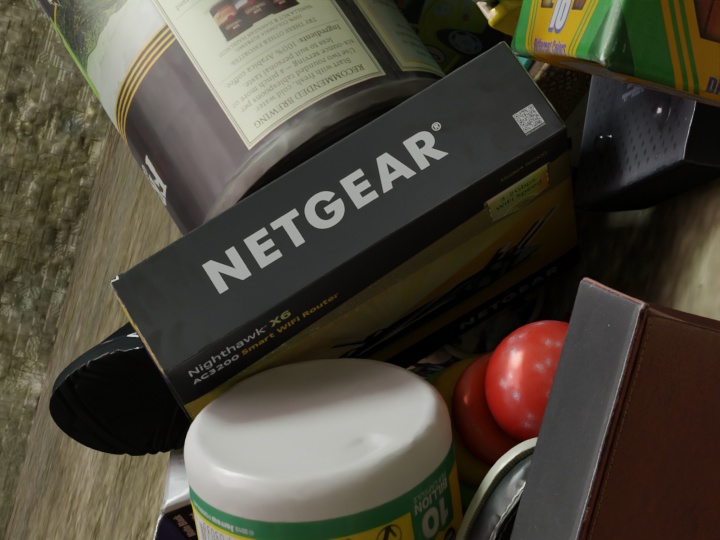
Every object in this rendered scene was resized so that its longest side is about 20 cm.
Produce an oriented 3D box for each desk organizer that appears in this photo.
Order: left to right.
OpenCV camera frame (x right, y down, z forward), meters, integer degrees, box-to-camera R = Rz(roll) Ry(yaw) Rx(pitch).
[{"bbox_3d":[0.099,0.112,0.858,0.072,0.077,0.201,-150,75,-76],"label":"desk organizer"}]

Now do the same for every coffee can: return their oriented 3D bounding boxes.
[{"bbox_3d":[-0.056,-0.107,1.116,0.200,0.146,0.146,57,143,23],"label":"coffee can"}]

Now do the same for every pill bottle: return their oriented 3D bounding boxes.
[{"bbox_3d":[-0.006,0.149,1.006,0.113,0.112,0.201,-107,8,-65],"label":"pill bottle"}]

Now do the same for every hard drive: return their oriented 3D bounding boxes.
[{"bbox_3d":[0.143,-0.127,1.002,0.135,0.042,0.201,152,130,-72],"label":"hard drive"}]

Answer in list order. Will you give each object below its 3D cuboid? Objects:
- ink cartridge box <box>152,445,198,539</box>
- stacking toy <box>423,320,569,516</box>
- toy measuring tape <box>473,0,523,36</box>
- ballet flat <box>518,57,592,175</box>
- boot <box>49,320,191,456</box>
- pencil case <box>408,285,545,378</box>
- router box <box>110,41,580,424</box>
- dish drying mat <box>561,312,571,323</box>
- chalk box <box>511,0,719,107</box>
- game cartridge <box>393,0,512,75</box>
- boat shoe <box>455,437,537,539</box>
[{"bbox_3d":[-0.056,0.128,1.331,0.200,0.040,0.200,59,-147,-54],"label":"ink cartridge box"},{"bbox_3d":[0.047,0.074,1.041,0.200,0.085,0.086,139,144,-60],"label":"stacking toy"},{"bbox_3d":[0.070,-0.129,0.926,0.200,0.073,0.074,9,-83,-63],"label":"toy measuring tape"},{"bbox_3d":[0.083,-0.071,1.145,0.071,0.065,0.200,-60,6,-25],"label":"ballet flat"},{"bbox_3d":[-0.071,-0.002,1.247,0.198,0.073,0.163,-30,31,32],"label":"boot"},{"bbox_3d":[0.016,0.046,1.223,0.078,0.089,0.200,58,147,10],"label":"pencil case"},{"bbox_3d":[0.000,0.000,1.048,0.052,0.200,0.157,57,175,22],"label":"router box"},{"bbox_3d":[0.080,0.121,1.055,0.077,0.018,0.201,-151,76,-77],"label":"dish drying mat"},{"bbox_3d":[0.149,-0.156,0.840,0.124,0.124,0.201,-143,67,-76],"label":"chalk box"},{"bbox_3d":[0.052,-0.133,1.173,0.041,0.133,0.200,-59,0,-34],"label":"game cartridge"},{"bbox_3d":[0.066,0.169,0.943,0.066,0.074,0.200,-134,59,-72],"label":"boat shoe"}]
